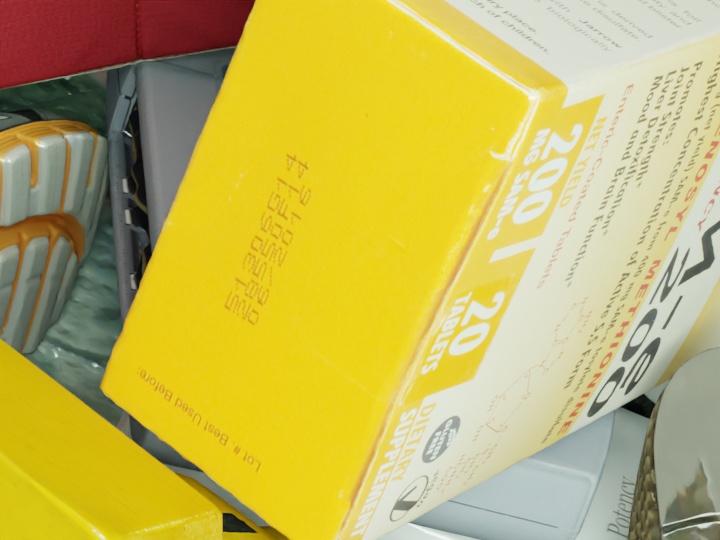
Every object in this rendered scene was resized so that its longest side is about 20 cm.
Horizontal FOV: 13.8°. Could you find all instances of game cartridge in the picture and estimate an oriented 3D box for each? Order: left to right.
[{"bbox_3d":[0.000,0.000,0.807,0.133,0.041,0.200,11,30,-14],"label":"game cartridge"}]

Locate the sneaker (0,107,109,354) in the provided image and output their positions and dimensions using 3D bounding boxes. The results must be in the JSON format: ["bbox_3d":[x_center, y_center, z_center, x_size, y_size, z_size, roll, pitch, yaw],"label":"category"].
[{"bbox_3d":[-0.143,-0.009,0.822,0.077,0.079,0.200,29,28,26],"label":"sneaker"}]

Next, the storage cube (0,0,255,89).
[{"bbox_3d":[-0.084,-0.175,0.821,0.170,0.180,0.200,-12,43,-14],"label":"storage cube"}]

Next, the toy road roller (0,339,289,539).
[{"bbox_3d":[-0.054,0.099,0.677,0.200,0.123,0.146,35,17,17],"label":"toy road roller"}]

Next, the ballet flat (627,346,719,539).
[{"bbox_3d":[0.082,0.117,0.725,0.067,0.046,0.201,6,73,5],"label":"ballet flat"}]

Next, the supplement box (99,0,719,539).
[{"bbox_3d":[0.042,-0.025,0.709,0.073,0.126,0.200,35,30,21],"label":"supplement box"}]

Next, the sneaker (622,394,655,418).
[{"bbox_3d":[0.150,0.037,0.950,0.199,0.074,0.088,13,26,-27],"label":"sneaker"}]

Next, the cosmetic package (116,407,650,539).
[{"bbox_3d":[0.028,0.075,0.809,0.199,0.074,0.102,24,29,-4],"label":"cosmetic package"}]

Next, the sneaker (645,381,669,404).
[{"bbox_3d":[0.139,-0.007,0.886,0.099,0.078,0.200,24,28,29],"label":"sneaker"}]
